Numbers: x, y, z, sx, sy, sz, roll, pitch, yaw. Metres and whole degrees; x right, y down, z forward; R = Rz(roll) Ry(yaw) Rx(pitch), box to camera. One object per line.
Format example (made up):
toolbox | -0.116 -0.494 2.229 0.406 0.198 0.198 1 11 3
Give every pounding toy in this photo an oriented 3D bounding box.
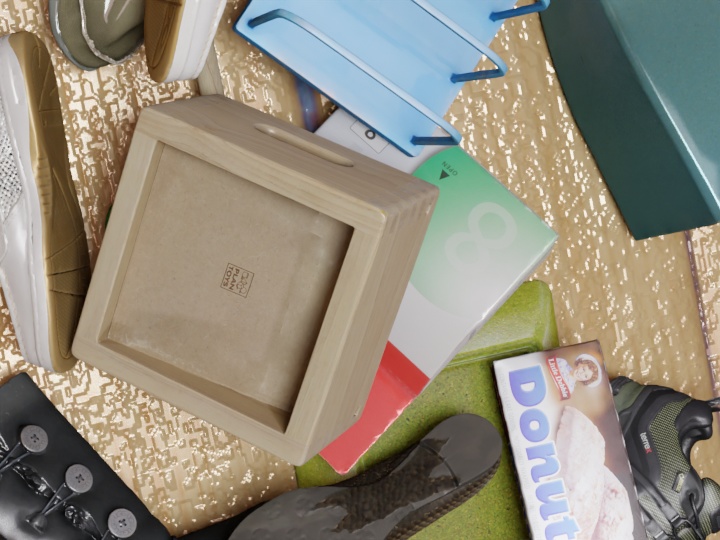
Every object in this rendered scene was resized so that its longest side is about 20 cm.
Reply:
pounding toy | -0.068 -0.024 0.937 0.199 0.142 0.185 24 107 15

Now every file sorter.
file sorter | 0.046 -0.187 0.915 0.138 0.123 0.201 34 85 -15

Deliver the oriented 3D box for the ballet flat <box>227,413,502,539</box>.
ballet flat | 0.003 0.149 0.964 0.199 0.046 0.067 -27 63 -26

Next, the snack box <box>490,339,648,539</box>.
snack box | 0.139 0.149 0.993 0.071 0.024 0.201 -12 79 -2

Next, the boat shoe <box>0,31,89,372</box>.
boat shoe | -0.209 -0.037 0.939 0.069 0.071 0.201 -8 90 9

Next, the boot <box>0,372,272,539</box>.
boot | -0.148 0.140 0.969 0.200 0.066 0.165 39 39 4

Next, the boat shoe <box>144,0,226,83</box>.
boat shoe | -0.070 -0.199 0.897 0.069 0.071 0.201 14 91 -30

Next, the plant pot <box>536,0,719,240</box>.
plant pot | 0.210 -0.146 1.027 0.141 0.141 0.201 -32 94 -12

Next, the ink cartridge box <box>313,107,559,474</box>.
ink cartridge box | 0.000 0.000 0.987 0.161 0.050 0.200 42 79 10

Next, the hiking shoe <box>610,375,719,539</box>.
hiking shoe | 0.191 0.167 1.029 0.100 0.076 0.201 4 71 25

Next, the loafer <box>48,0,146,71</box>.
loafer | -0.115 -0.207 0.947 0.201 0.069 0.075 -59 141 -7

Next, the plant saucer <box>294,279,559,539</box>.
plant saucer | 0.058 0.123 1.041 0.198 0.048 0.201 -11 96 -16
